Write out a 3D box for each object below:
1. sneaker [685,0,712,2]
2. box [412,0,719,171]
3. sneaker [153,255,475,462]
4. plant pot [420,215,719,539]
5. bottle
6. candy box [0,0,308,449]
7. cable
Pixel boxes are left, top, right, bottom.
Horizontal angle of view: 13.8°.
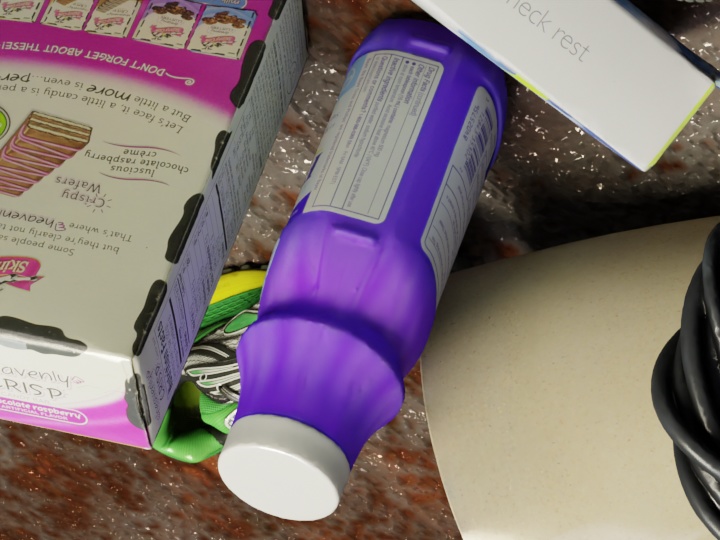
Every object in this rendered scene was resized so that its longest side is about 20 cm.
[{"bbox_3d":[0.155,-0.146,0.970,0.199,0.076,0.091,-6,128,23],"label":"sneaker"},{"bbox_3d":[0.039,-0.108,1.033,0.200,0.048,0.122,36,-175,-21],"label":"box"},{"bbox_3d":[-0.020,0.036,1.279,0.078,0.085,0.200,36,142,-22],"label":"sneaker"},{"bbox_3d":[0.155,0.053,1.151,0.200,0.188,0.187,-23,129,24],"label":"plant pot"},{"bbox_3d":[0.000,0.000,1.119,0.065,0.200,0.084,16,146,8],"label":"bottle"},{"bbox_3d":[-0.113,-0.039,1.123,0.136,0.200,0.061,11,144,14],"label":"candy box"},{"bbox_3d":[0.197,0.055,1.046,0.200,0.163,0.051,52,-179,2],"label":"cable"}]
